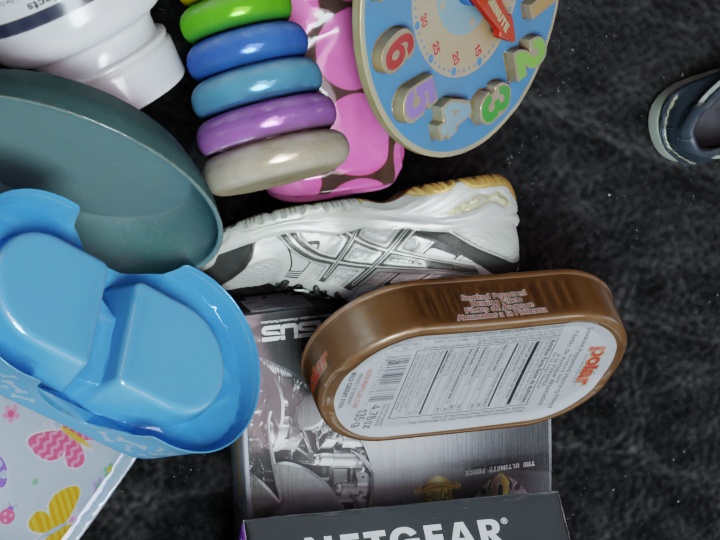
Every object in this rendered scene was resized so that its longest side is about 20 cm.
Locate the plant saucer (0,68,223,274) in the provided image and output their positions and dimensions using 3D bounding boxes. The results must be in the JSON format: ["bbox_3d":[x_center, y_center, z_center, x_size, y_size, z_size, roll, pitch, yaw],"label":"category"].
[{"bbox_3d":[-0.168,-0.057,1.322,0.199,0.200,0.036,26,63,-21],"label":"plant saucer"}]

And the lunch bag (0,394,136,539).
[{"bbox_3d":[-0.245,0.119,1.343,0.170,0.127,0.200,42,78,-20],"label":"lunch bag"}]

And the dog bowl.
[{"bbox_3d":[-0.148,0.035,1.317,0.199,0.049,0.112,29,53,-30],"label":"dog bowl"}]

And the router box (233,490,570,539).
[{"bbox_3d":[0.012,0.190,1.444,0.199,0.149,0.051,-4,63,-17],"label":"router box"}]

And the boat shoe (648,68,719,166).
[{"bbox_3d":[0.278,-0.119,1.507,0.199,0.062,0.075,-18,105,-14],"label":"boat shoe"}]

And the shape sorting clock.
[{"bbox_3d":[0.062,-0.165,1.389,0.200,0.039,0.201,-23,119,-52],"label":"shape sorting clock"}]

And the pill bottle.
[{"bbox_3d":[-0.175,-0.181,1.318,0.111,0.111,0.201,-28,109,-10],"label":"pill bottle"}]

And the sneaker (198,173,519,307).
[{"bbox_3d":[0.000,0.000,1.396,0.199,0.076,0.088,-9,91,-7],"label":"sneaker"}]

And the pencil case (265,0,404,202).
[{"bbox_3d":[-0.015,-0.142,1.394,0.093,0.091,0.201,-5,106,-23],"label":"pencil case"}]

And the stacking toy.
[{"bbox_3d":[-0.068,-0.147,1.331,0.085,0.085,0.201,-13,88,-15],"label":"stacking toy"}]

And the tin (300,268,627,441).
[{"bbox_3d":[0.063,0.052,1.399,0.199,0.042,0.112,-5,145,-23],"label":"tin"}]

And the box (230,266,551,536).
[{"bbox_3d":[0.018,0.087,1.474,0.199,0.048,0.159,-5,103,-17],"label":"box"}]
